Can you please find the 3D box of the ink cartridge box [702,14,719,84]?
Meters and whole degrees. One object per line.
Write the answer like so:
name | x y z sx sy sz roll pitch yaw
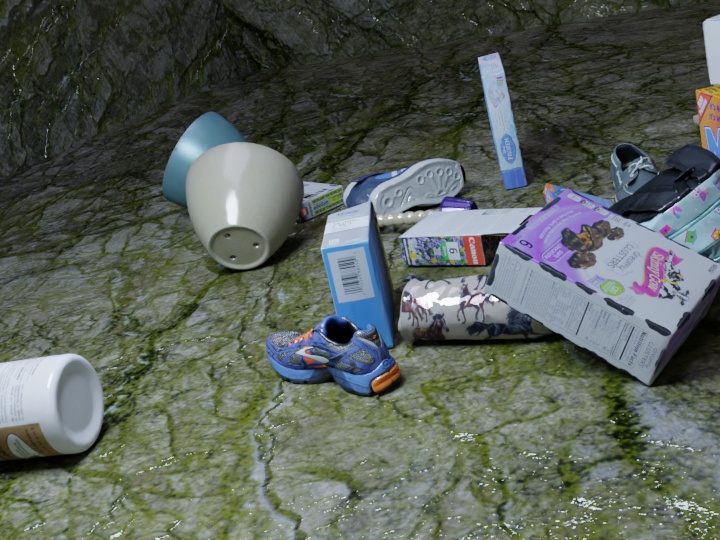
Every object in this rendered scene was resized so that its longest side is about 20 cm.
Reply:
ink cartridge box | 0.527 -0.279 1.203 0.199 0.085 0.146 -20 20 -23

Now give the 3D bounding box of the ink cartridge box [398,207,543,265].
ink cartridge box | 0.168 -0.048 1.482 0.199 0.051 0.109 0 23 33

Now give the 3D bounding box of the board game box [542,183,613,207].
board game box | 0.314 -0.074 1.427 0.102 0.020 0.200 16 21 -2

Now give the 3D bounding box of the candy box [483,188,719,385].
candy box | 0.262 0.010 1.093 0.199 0.072 0.168 30 39 23

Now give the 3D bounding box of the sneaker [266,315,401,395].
sneaker | -0.037 0.087 1.206 0.199 0.079 0.075 3 25 41

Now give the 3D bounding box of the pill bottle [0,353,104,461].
pill bottle | -0.414 0.165 1.203 0.199 0.115 0.114 -8 20 17

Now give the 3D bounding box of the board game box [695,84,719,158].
board game box | 0.539 -0.126 1.201 0.199 0.201 0.200 -15 19 -3

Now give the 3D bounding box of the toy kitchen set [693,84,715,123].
toy kitchen set | 0.621 -0.243 1.525 0.180 0.164 0.200 -18 20 -10

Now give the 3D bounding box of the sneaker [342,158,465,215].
sneaker | 0.065 -0.148 1.784 0.199 0.081 0.146 -23 20 -25

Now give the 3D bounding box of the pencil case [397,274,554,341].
pencil case | 0.145 0.039 1.211 0.199 0.078 0.090 -4 36 27

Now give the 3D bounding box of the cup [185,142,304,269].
cup | -0.195 -0.087 1.681 0.199 0.201 0.144 -10 45 11

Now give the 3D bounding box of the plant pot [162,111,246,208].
plant pot | -0.281 -0.197 2.053 0.134 0.201 0.200 29 33 11

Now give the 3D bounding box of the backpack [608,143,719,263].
backpack | 0.381 -0.062 1.201 0.167 0.127 0.200 -45 2 -3

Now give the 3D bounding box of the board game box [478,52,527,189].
board game box | 0.248 -0.266 1.802 0.043 0.200 0.200 -11 19 9

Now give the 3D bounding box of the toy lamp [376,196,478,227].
toy lamp | 0.090 -0.085 1.629 0.199 0.058 0.058 -3 22 28

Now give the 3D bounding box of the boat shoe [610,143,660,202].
boat shoe | 0.414 -0.143 1.548 0.072 0.062 0.200 -11 19 8

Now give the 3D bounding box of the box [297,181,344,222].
box | -0.131 -0.135 1.956 0.110 0.035 0.200 -27 23 -32

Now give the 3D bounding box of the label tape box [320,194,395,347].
label tape box | 0.000 0.000 1.321 0.066 0.144 0.200 -12 19 5
